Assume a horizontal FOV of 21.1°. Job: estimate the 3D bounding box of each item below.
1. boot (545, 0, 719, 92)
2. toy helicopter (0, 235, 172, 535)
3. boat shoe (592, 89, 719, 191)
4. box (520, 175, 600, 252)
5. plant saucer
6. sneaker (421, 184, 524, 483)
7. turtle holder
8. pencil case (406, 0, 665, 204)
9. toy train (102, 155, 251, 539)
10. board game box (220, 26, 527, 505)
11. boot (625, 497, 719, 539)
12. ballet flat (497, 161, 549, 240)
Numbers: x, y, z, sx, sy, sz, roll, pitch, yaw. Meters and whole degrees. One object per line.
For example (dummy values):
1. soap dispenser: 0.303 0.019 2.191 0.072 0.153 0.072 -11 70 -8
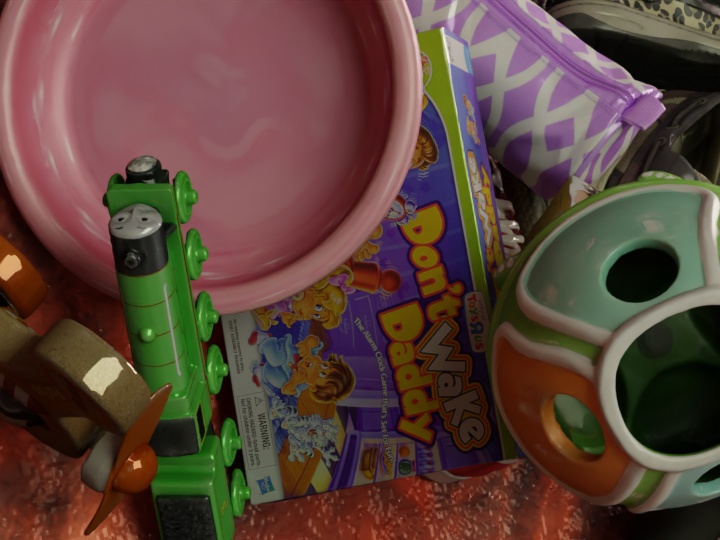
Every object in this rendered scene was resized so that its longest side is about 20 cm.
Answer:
1. boot: 0.185 -0.185 1.133 0.202 0.073 0.155 8 71 -36
2. toy helicopter: -0.122 0.050 0.774 0.132 0.200 0.079 48 72 -14
3. boat shoe: 0.165 -0.035 1.054 0.072 0.064 0.201 59 34 -29
4. box: 0.170 0.036 0.926 0.199 0.050 0.075 32 25 -8
5. plant saucer: -0.068 -0.080 0.879 0.051 0.199 0.202 0 74 -81
6. sneaker: 0.069 0.001 0.977 0.071 0.112 0.202 4 77 -36
7. turtle holder: 0.148 0.033 0.817 0.184 0.132 0.142 -1 97 -2
8. pencil case: 0.059 -0.122 0.978 0.200 0.086 0.084 41 51 6
9. toy train: -0.082 0.045 0.841 0.057 0.041 0.201 -77 163 -55
10. board game box: 0.000 0.000 0.914 0.045 0.134 0.202 9 70 -70
11. boot: 0.158 0.088 1.055 0.139 0.077 0.200 55 41 -7
12. ballet flat: 0.091 -0.041 1.049 0.067 0.046 0.201 -8 80 -59
